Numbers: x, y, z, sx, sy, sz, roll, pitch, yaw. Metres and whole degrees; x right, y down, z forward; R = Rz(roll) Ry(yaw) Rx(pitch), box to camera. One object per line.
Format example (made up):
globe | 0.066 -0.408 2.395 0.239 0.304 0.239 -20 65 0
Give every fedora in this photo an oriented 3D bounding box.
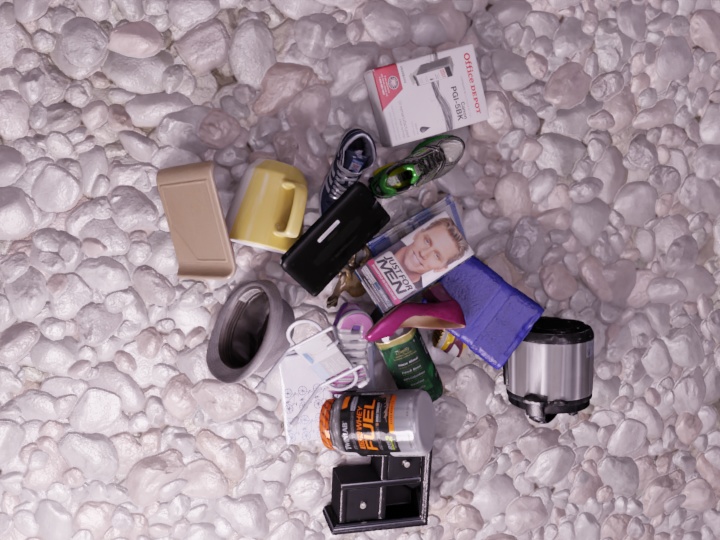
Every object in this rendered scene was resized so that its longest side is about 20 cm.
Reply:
fedora | -0.189 0.119 1.362 0.090 0.177 0.201 26 81 -44

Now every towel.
towel | 0.118 -0.044 1.434 0.200 0.024 0.147 -31 119 -13
towel | 0.228 0.073 1.408 0.200 0.050 0.148 37 95 3

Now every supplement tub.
supplement tub | 0.031 0.286 1.384 0.199 0.122 0.123 -7 103 22

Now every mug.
mug | -0.148 -0.112 1.319 0.186 0.149 0.154 12 87 27

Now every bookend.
bookend | 0.034 0.403 1.469 0.198 0.092 0.201 0 101 -16

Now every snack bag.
snack bag | -0.059 0.242 1.465 0.199 0.021 0.189 -6 100 -12

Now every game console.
game console | -0.056 -0.064 1.328 0.200 0.116 0.176 -47 139 -2

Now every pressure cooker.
pressure cooker | 0.376 0.204 1.476 0.175 0.179 0.201 -4 99 -15

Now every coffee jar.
coffee jar | 0.087 0.160 1.430 0.085 0.104 0.200 -23 111 7

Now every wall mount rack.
wall mount rack | -0.087 0.187 1.329 0.173 0.075 0.200 -29 125 10

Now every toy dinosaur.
toy dinosaur | 0.000 0.000 1.432 0.200 0.058 0.101 -28 115 -22

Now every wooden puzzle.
wooden puzzle | -0.284 -0.086 1.292 0.037 0.185 0.201 -17 103 -42

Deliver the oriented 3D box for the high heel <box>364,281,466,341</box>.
high heel | 0.103 0.099 1.326 0.200 0.067 0.096 -30 80 -26

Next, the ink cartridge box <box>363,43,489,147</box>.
ink cartridge box | 0.124 -0.326 1.381 0.199 0.083 0.147 -18 102 -9

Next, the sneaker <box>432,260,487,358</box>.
sneaker | 0.221 0.078 1.477 0.090 0.075 0.200 23 102 -13

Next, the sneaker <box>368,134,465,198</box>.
sneaker | 0.115 -0.191 1.401 0.200 0.085 0.078 -31 104 -7

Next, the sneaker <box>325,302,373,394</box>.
sneaker | -0.026 0.145 1.414 0.080 0.089 0.201 3 119 -16

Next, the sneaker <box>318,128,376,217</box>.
sneaker | -0.025 -0.165 1.361 0.070 0.108 0.201 14 96 -14

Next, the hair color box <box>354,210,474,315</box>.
hair color box | 0.098 -0.013 1.355 0.200 0.061 0.100 -34 84 -4
